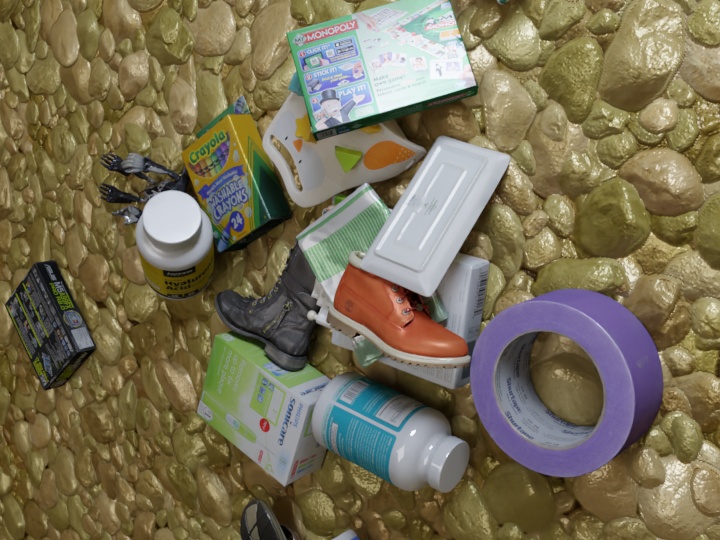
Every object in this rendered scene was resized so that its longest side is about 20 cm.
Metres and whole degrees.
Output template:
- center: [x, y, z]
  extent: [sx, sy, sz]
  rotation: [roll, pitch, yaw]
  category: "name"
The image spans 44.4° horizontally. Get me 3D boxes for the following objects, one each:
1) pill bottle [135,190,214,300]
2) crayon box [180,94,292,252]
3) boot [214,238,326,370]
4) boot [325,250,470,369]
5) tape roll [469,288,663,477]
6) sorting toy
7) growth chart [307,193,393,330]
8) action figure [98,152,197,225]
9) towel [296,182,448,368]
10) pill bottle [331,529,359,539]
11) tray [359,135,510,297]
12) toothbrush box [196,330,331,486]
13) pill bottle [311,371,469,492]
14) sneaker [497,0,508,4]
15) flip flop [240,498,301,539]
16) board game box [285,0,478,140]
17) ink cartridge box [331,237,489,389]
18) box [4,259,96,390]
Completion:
- center: [-0.273, -0.038, 1.304]
  extent: [0.111, 0.111, 0.200]
  rotation: [58, 162, 15]
  category: "pill bottle"
- center: [-0.193, -0.143, 1.314]
  extent: [0.126, 0.052, 0.200]
  rotation: [-29, 79, 39]
  category: "crayon box"
- center: [-0.112, 0.029, 1.281]
  extent: [0.200, 0.069, 0.174]
  rotation: [34, 112, 25]
  category: "boot"
- center: [0.051, 0.047, 1.055]
  extent: [0.200, 0.075, 0.107]
  rotation: [24, 106, 30]
  category: "boot"
- center: [0.230, 0.125, 0.998]
  extent: [0.200, 0.085, 0.200]
  rotation: [9, 104, 39]
  category: "tape roll"
- center: [-0.048, -0.179, 1.145]
  extent: [0.180, 0.107, 0.200]
  rotation: [-40, 73, 31]
  category: "sorting toy"
- center: [0.000, 0.000, 1.182]
  extent: [0.144, 0.018, 0.200]
  rotation: [13, 103, 18]
  category: "growth chart"
- center: [-0.348, -0.125, 1.413]
  extent: [0.200, 0.102, 0.119]
  rotation: [18, 98, 37]
  category: "action figure"
- center: [0.008, 0.007, 1.130]
  extent: [0.152, 0.023, 0.200]
  rotation: [-35, 77, 35]
  category: "towel"
- center: [-0.007, 0.480, 1.238]
  extent: [0.114, 0.114, 0.200]
  rotation: [-44, 71, 35]
  category: "pill bottle"
- center: [0.086, -0.073, 1.044]
  extent: [0.107, 0.022, 0.200]
  rotation: [23, 74, 34]
  category: "tray"
- center: [-0.137, 0.195, 1.310]
  extent: [0.200, 0.086, 0.146]
  rotation: [32, 117, 29]
  category: "toothbrush box"
- center: [0.041, 0.215, 1.152]
  extent: [0.200, 0.111, 0.111]
  rotation: [22, 111, 35]
  category: "pill bottle"
- center: [0.117, -0.380, 1.004]
  extent: [0.200, 0.070, 0.093]
  rotation: [43, 116, 22]
  category: "sneaker"
- center: [-0.112, 0.438, 1.359]
  extent: [0.081, 0.058, 0.200]
  rotation: [-39, 88, 32]
  category: "flip flop"
- center: [0.024, -0.245, 1.044]
  extent: [0.200, 0.029, 0.135]
  rotation: [-15, 75, 2]
  category: "board game box"
- center: [0.061, 0.045, 1.141]
  extent: [0.200, 0.057, 0.163]
  rotation: [18, 109, 38]
  category: "ink cartridge box"
- center: [-0.598, 0.105, 1.696]
  extent: [0.160, 0.044, 0.200]
  rotation: [-42, 72, 37]
  category: "box"
